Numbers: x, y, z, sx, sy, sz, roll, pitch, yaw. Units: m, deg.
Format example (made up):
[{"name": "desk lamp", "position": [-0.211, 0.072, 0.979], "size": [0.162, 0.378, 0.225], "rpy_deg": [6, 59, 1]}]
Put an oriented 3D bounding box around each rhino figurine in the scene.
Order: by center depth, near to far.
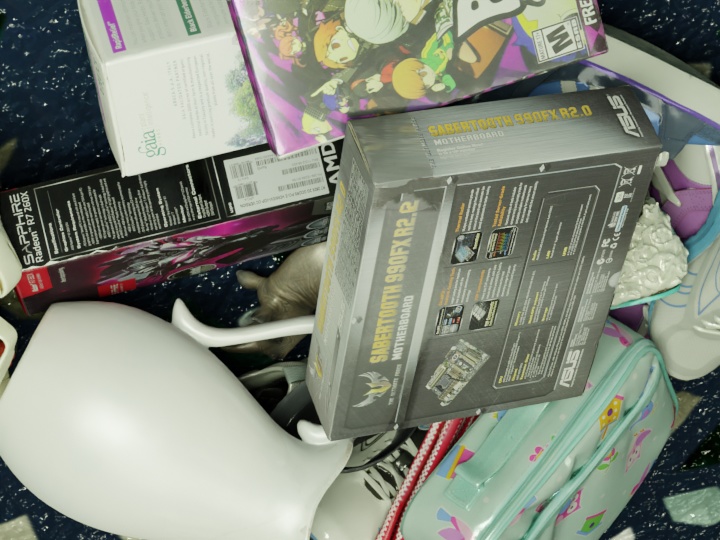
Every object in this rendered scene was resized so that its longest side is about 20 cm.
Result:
[{"name": "rhino figurine", "position": [0.000, 0.000, 1.231], "size": [0.199, 0.060, 0.088], "rpy_deg": [-27, 142, 8]}]

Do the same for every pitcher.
[{"name": "pitcher", "position": [-0.094, 0.078, 1.148], "size": [0.199, 0.121, 0.173], "rpy_deg": [27, 81, -6]}]

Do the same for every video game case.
[{"name": "video game case", "position": [0.013, -0.177, 0.995], "size": [0.179, 0.036, 0.202], "rpy_deg": [-17, 105, -6]}]

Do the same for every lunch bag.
[{"name": "lunch bag", "position": [0.114, 0.126, 1.260], "size": [0.201, 0.077, 0.161], "rpy_deg": [-51, 155, -11]}]

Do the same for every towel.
[{"name": "towel", "position": [0.087, 0.112, 1.315], "size": [0.199, 0.022, 0.146], "rpy_deg": [-8, 126, -61]}]

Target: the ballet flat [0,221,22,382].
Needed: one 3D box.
[{"name": "ballet flat", "position": [-0.206, 0.011, 1.046], "size": [0.065, 0.071, 0.201], "rpy_deg": [19, 132, 9]}]

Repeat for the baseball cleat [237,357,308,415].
[{"name": "baseball cleat", "position": [-0.088, 0.118, 1.295], "size": [0.106, 0.070, 0.200], "rpy_deg": [3, 135, -47]}]

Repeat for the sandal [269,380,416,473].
[{"name": "sandal", "position": [0.018, 0.081, 1.236], "size": [0.199, 0.043, 0.076], "rpy_deg": [-29, 145, -18]}]

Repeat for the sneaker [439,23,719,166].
[{"name": "sneaker", "position": [0.119, -0.068, 1.167], "size": [0.198, 0.081, 0.148], "rpy_deg": [20, 105, -25]}]

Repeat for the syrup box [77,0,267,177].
[{"name": "syrup box", "position": [-0.044, -0.124, 1.069], "size": [0.198, 0.082, 0.079], "rpy_deg": [-14, 135, -8]}]

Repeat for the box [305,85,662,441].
[{"name": "box", "position": [0.060, -0.001, 1.068], "size": [0.157, 0.049, 0.201], "rpy_deg": [-9, 138, -17]}]

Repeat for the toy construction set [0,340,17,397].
[{"name": "toy construction set", "position": [-0.266, 0.073, 1.173], "size": [0.130, 0.092, 0.201], "rpy_deg": [-25, 149, -28]}]

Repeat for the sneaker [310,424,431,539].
[{"name": "sneaker", "position": [0.020, 0.130, 1.313], "size": [0.073, 0.072, 0.200], "rpy_deg": [-48, 171, 31]}]

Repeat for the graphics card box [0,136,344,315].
[{"name": "graphics card box", "position": [-0.102, -0.030, 1.126], "size": [0.198, 0.051, 0.126], "rpy_deg": [-15, 170, -9]}]

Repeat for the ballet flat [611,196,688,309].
[{"name": "ballet flat", "position": [0.097, 0.004, 1.196], "size": [0.198, 0.072, 0.072], "rpy_deg": [-19, 138, -8]}]

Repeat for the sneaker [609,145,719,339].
[{"name": "sneaker", "position": [0.174, -0.019, 1.274], "size": [0.113, 0.073, 0.202], "rpy_deg": [-8, 136, -10]}]

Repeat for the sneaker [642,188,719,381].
[{"name": "sneaker", "position": [0.229, 0.011, 1.207], "size": [0.074, 0.087, 0.201], "rpy_deg": [5, 138, -16]}]
